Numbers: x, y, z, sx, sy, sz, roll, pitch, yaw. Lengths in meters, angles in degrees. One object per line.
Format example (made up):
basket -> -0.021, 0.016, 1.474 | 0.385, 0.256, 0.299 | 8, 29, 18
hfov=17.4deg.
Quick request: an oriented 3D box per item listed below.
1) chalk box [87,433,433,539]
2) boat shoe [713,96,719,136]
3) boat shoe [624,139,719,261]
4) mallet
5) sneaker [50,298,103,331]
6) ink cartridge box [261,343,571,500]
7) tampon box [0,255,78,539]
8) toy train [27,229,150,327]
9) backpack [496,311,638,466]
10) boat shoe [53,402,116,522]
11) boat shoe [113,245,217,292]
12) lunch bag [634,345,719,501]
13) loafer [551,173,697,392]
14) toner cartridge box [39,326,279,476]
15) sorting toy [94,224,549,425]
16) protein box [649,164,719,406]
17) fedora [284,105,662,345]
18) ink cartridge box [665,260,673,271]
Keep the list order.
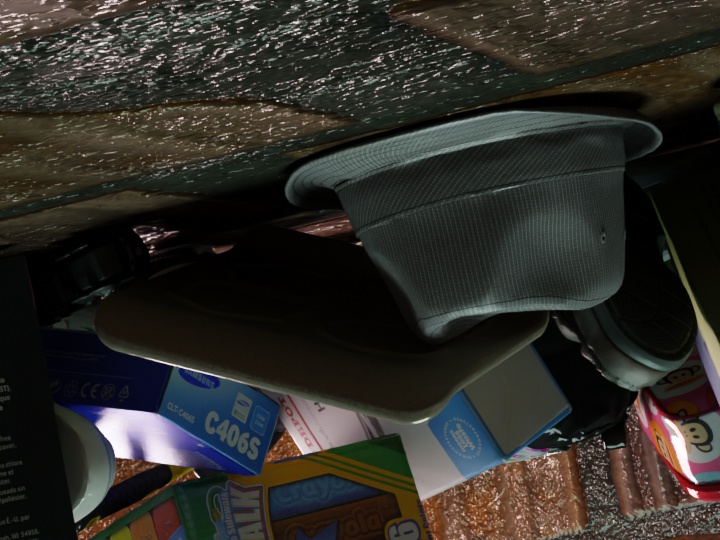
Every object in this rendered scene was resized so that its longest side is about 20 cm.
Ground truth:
chalk box -> -0.068, 0.181, 1.310 | 0.199, 0.124, 0.125 | -8, 165, -36
boat shoe -> 0.211, -0.059, 1.150 | 0.071, 0.066, 0.201 | -14, 177, 5
boat shoe -> 0.168, -0.032, 1.373 | 0.199, 0.072, 0.062 | -15, 173, 5
mallet -> -0.105, 0.111, 1.367 | 0.066, 0.041, 0.200 | -46, 168, 22
sneaker -> -0.175, 0.065, 1.452 | 0.118, 0.074, 0.200 | -5, -169, -9
ink cartridge box -> 0.017, 0.078, 1.387 | 0.068, 0.116, 0.200 | -33, 180, -39
tampon box -> -0.236, 0.106, 1.179 | 0.126, 0.201, 0.150 | -7, 175, -38
toy train -> -0.157, 0.007, 1.257 | 0.046, 0.034, 0.200 | -22, 180, -27
backpack -> 0.066, 0.052, 1.477 | 0.126, 0.168, 0.200 | -10, 171, -31
boat shoe -> -0.177, 0.110, 1.264 | 0.068, 0.072, 0.200 | -5, 168, -37
boat shoe -> -0.102, 0.021, 1.347 | 0.060, 0.076, 0.200 | 33, -179, 20
lunch bag -> 0.268, 0.060, 1.428 | 0.199, 0.082, 0.176 | -23, -164, 0
loafer -> 0.130, 0.013, 1.243 | 0.063, 0.072, 0.200 | -54, -163, 25
toner cartridge box -> -0.151, 0.067, 1.278 | 0.199, 0.043, 0.095 | 4, 159, 37
sorting toy -> -0.015, 0.030, 1.206 | 0.184, 0.037, 0.200 | 13, -162, 17
protein box -> 0.284, 0.021, 1.255 | 0.199, 0.135, 0.199 | -20, -153, 4
fedora -> 0.062, -0.017, 1.118 | 0.176, 0.091, 0.200 | -13, 176, 18
ink cartridge box -> 0.194, -0.020, 1.573 | 0.199, 0.076, 0.148 | -15, 175, 23
